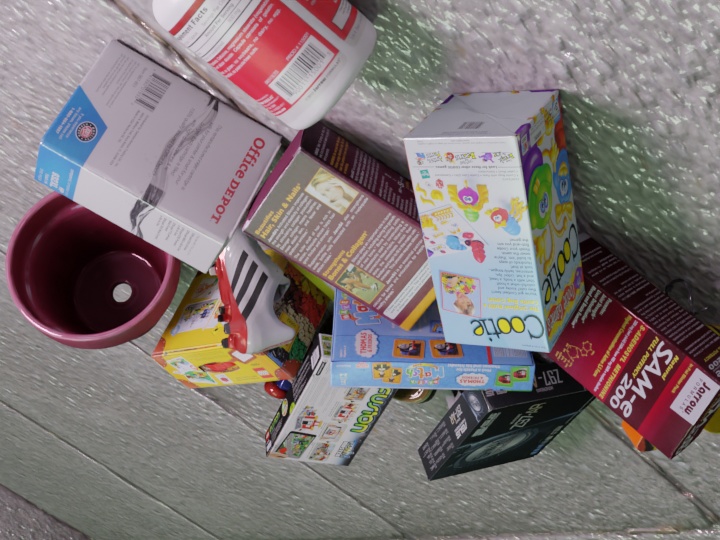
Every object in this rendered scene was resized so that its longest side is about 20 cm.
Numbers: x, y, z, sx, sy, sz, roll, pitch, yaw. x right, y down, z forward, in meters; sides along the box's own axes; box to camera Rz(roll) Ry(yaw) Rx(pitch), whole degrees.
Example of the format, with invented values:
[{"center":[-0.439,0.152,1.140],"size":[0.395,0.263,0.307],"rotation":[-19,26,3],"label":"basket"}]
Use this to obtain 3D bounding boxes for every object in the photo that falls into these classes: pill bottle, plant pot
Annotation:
[{"center":[-0.094,-0.216,0.821],"size":[0.200,0.113,0.112],"rotation":[37,147,-19],"label":"pill bottle"},{"center":[-0.318,0.011,1.262],"size":[0.199,0.201,0.179],"rotation":[21,164,5],"label":"plant pot"}]

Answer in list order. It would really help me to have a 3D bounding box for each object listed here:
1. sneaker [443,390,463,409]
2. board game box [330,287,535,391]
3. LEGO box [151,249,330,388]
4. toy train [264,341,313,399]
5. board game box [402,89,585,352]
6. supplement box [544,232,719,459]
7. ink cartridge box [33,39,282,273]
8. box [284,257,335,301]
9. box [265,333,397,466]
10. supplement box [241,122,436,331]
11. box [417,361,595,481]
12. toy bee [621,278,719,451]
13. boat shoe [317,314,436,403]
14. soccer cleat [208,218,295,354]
[{"center":[0.160,0.139,1.222],"size":[0.112,0.073,0.200],"rotation":[1,141,36],"label":"sneaker"},{"center":[0.070,0.066,1.046],"size":[0.199,0.151,0.037],"rotation":[2,120,0],"label":"board game box"},{"center":[-0.142,0.058,1.234],"size":[0.200,0.149,0.077],"rotation":[-10,135,44],"label":"LEGO box"},{"center":[-0.057,0.138,1.298],"size":[0.115,0.085,0.200],"rotation":[25,-174,-24],"label":"toy train"},{"center":[0.122,-0.044,0.880],"size":[0.105,0.103,0.201],"rotation":[4,121,31],"label":"board game box"},{"center":[0.251,0.069,0.957],"size":[0.200,0.061,0.109],"rotation":[41,134,26],"label":"supplement box"},{"center":[-0.202,-0.113,1.019],"size":[0.200,0.145,0.084],"rotation":[29,149,-9],"label":"ink cartridge box"},{"center":[0.000,0.000,1.149],"size":[0.200,0.048,0.117],"rotation":[40,145,-28],"label":"box"},{"center":[-0.031,0.157,1.181],"size":[0.110,0.035,0.200],"rotation":[10,134,-21],"label":"box"},{"center":[-0.001,-0.046,1.004],"size":[0.200,0.086,0.110],"rotation":[32,118,-12],"label":"supplement box"},{"center":[0.174,0.176,1.193],"size":[0.160,0.044,0.200],"rotation":[-7,149,-25],"label":"box"},{"center":[0.341,0.102,1.007],"size":[0.108,0.131,0.200],"rotation":[-4,149,-16],"label":"toy bee"},{"center":[0.030,0.109,1.251],"size":[0.065,0.073,0.200],"rotation":[29,-178,-46],"label":"boat shoe"},{"center":[-0.124,-0.001,1.126],"size":[0.085,0.201,0.069],"rotation":[-4,153,-17],"label":"soccer cleat"}]
